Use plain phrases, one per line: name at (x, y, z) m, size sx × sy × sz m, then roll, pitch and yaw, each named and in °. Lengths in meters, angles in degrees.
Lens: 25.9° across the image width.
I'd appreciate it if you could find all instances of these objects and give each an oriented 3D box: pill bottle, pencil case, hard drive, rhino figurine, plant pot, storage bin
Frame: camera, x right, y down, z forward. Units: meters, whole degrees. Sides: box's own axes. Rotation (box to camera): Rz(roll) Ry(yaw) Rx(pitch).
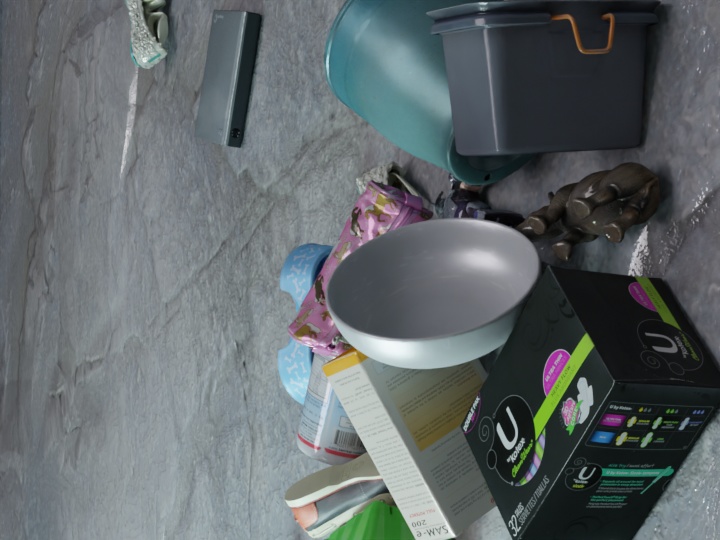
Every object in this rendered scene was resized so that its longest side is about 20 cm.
pill bottle at (-0.002, 0.117, 1.779) m, size 0.109 × 0.109 × 0.200 m, roll 33°, pitch 112°, yaw 61°
pencil case at (0.000, 0.000, 1.683) m, size 0.086 × 0.083 × 0.200 m, roll 30°, pitch 94°, yaw 29°
hard drive at (-0.201, -0.292, 2.358) m, size 0.140 × 0.033 × 0.200 m, roll 21°, pitch 103°, yaw 63°
rhino figurine at (0.203, -0.052, 1.446) m, size 0.060 × 0.087 × 0.200 m, roll 57°, pitch 154°, yaw -8°
plant pot at (0.095, -0.191, 1.583) m, size 0.188 × 0.200 × 0.200 m, roll 51°, pitch 130°, yaw 36°
storage bin at (0.174, -0.173, 1.417) m, size 0.146 × 0.200 × 0.135 m, roll 6°, pitch 101°, yaw 64°

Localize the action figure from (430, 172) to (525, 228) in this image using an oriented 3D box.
action figure at (0.116, -0.051, 1.628) m, size 0.200 × 0.069 × 0.130 m, roll -142°, pitch 52°, yaw -65°

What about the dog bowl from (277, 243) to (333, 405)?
dog bowl at (-0.040, 0.063, 1.876) m, size 0.050 × 0.111 × 0.200 m, roll -10°, pitch 74°, yaw 48°

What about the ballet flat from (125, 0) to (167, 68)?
ballet flat at (-0.360, -0.434, 2.676) m, size 0.072 × 0.072 × 0.200 m, roll -47°, pitch 45°, yaw 50°

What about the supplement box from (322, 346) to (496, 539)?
supplement box at (0.069, 0.146, 1.515) m, size 0.074 × 0.126 × 0.200 m, roll -28°, pitch 91°, yaw 56°

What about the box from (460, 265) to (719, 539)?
box at (0.199, 0.120, 1.360) m, size 0.200 × 0.124 × 0.149 m, roll -66°, pitch 32°, yaw 33°

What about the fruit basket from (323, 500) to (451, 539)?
fruit basket at (0.001, 0.368, 1.659) m, size 0.216 × 0.155 × 0.216 m, roll -55°, pitch 23°, yaw 38°

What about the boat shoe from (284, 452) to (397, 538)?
boat shoe at (0.013, 0.238, 1.712) m, size 0.200 × 0.063 × 0.071 m, roll -23°, pitch 17°, yaw 20°

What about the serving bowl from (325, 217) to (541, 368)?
serving bowl at (0.072, 0.030, 1.444) m, size 0.200 × 0.200 × 0.066 m, roll -130°, pitch 22°, yaw -56°

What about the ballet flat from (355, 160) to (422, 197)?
ballet flat at (0.047, -0.055, 1.776) m, size 0.072 × 0.072 × 0.200 m, roll -63°, pitch 35°, yaw 35°
